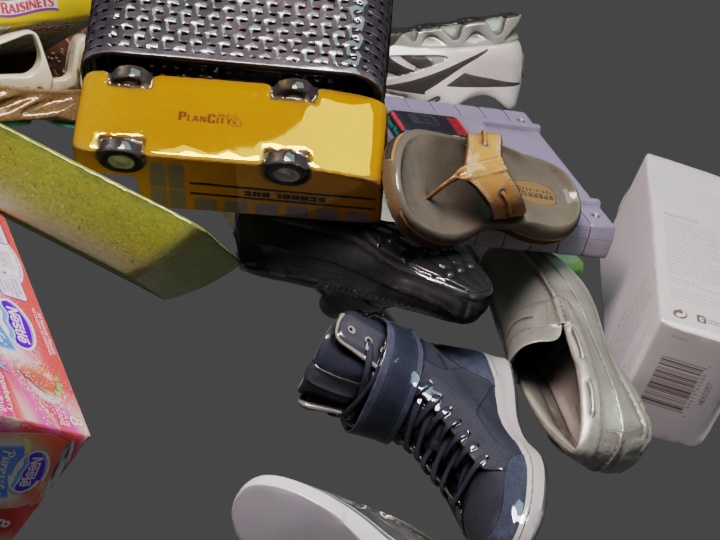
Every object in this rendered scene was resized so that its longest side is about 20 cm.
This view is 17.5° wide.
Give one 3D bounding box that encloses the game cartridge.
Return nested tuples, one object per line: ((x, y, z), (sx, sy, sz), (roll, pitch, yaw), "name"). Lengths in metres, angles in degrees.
((0.091, -0.072, 1.690), (0.129, 0.039, 0.200), (9, 25, -22), "game cartridge")

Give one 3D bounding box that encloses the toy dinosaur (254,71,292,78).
((-0.125, -0.179, 1.646), (0.182, 0.105, 0.200), (46, 39, 0), "toy dinosaur")

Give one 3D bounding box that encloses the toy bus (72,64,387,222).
((-0.083, -0.080, 1.509), (0.198, 0.078, 0.066), (4, 62, 1), "toy bus")

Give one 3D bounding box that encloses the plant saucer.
((-0.184, -0.039, 1.500), (0.199, 0.048, 0.200), (27, -3, 6), "plant saucer")

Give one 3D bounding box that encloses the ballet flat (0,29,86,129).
((-0.222, -0.131, 1.635), (0.198, 0.073, 0.068), (2, 12, -23), "ballet flat")

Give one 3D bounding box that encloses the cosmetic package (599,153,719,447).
((0.221, 0.019, 1.659), (0.073, 0.102, 0.201), (17, 38, -8), "cosmetic package")

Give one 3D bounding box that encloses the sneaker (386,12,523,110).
((0.028, -0.143, 1.792), (0.198, 0.089, 0.074), (-5, 12, 2), "sneaker")

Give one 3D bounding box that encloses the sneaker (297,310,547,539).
((0.034, 0.103, 1.461), (0.145, 0.077, 0.203), (22, 25, -20), "sneaker")

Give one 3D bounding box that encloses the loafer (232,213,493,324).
((0.000, 0.000, 1.548), (0.199, 0.071, 0.068), (21, 23, 30), "loafer")

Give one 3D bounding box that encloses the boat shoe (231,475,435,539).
((0.016, 0.179, 1.385), (0.199, 0.069, 0.057), (31, 28, 2), "boat shoe")

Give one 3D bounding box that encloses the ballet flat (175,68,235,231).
((-0.081, -0.080, 1.651), (0.069, 0.070, 0.200), (-8, 42, -34), "ballet flat")

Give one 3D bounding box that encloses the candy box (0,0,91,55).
((-0.287, -0.169, 1.640), (0.199, 0.102, 0.027), (-10, 83, -36), "candy box")

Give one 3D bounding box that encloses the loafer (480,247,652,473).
((0.129, 0.052, 1.589), (0.069, 0.070, 0.201), (9, 37, -40), "loafer")

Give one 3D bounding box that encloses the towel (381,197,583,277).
((0.050, -0.037, 1.708), (0.199, 0.031, 0.150), (-2, 45, -33), "towel")

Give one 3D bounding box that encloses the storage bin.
((-0.081, -0.138, 1.565), (0.198, 0.136, 0.094), (6, 60, 1), "storage bin")

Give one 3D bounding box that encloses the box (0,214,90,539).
((-0.246, 0.049, 1.362), (0.102, 0.095, 0.201), (17, 32, -40), "box")

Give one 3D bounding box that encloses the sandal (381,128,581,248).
((0.088, -0.056, 1.532), (0.199, 0.054, 0.082), (7, 62, -45), "sandal")
